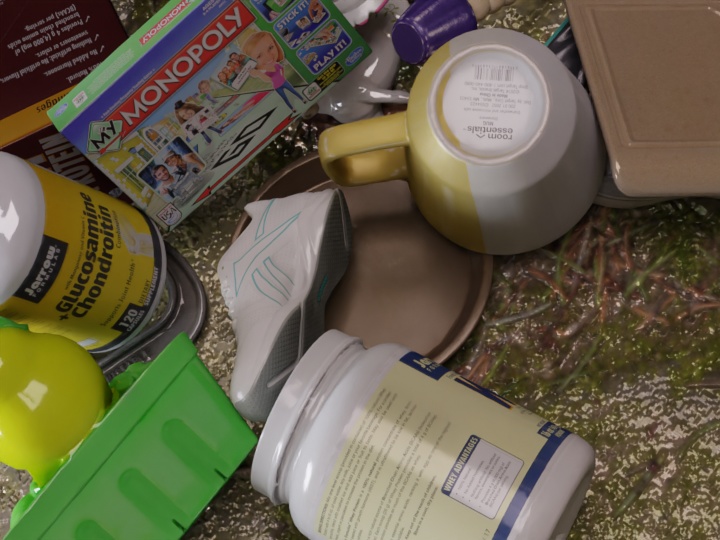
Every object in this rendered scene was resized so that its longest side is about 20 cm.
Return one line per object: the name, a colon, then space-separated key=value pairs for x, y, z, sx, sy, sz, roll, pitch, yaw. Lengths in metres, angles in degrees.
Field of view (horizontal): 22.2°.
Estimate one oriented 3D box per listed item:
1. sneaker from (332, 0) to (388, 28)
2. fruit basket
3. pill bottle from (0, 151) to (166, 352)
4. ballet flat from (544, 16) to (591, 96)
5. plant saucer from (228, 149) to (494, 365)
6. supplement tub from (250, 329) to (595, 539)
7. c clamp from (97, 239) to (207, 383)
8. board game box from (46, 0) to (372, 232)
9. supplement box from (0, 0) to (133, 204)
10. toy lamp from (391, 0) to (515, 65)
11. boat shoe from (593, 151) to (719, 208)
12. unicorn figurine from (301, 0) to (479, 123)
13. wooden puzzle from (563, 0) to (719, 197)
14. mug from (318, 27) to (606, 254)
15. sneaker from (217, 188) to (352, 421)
sneaker: x=-0.068 y=-0.220 z=1.390 sx=0.199 sy=0.089 sz=0.081 roll=-12 pitch=27 yaw=33
fruit basket: x=-0.195 y=0.117 z=1.253 sx=0.213 sy=0.156 sz=0.218 roll=2 pitch=78 yaw=-8
pill bottle: x=-0.233 y=-0.017 z=1.258 sx=0.111 sy=0.199 sz=0.113 roll=-11 pitch=71 yaw=32
ballet flat: x=0.194 y=-0.195 z=1.396 sx=0.073 sy=0.073 sz=0.201 roll=29 pitch=79 yaw=17
plant saucer: x=0.000 y=0.000 z=1.356 sx=0.198 sy=0.030 sz=0.202 roll=-2 pitch=67 yaw=6
supplement tub: x=0.041 y=0.138 z=1.227 sx=0.199 sy=0.145 sz=0.146 roll=27 pitch=72 yaw=14
c clamp: x=-0.221 y=0.027 z=1.369 sx=0.199 sy=0.027 sz=0.172 roll=-28 pitch=67 yaw=-5
board game box: x=-0.103 y=-0.133 z=1.285 sx=0.200 sy=0.135 sz=0.029 roll=-41 pitch=47 yaw=4
supplement box: x=-0.264 y=-0.137 z=1.373 sx=0.196 sy=0.133 sz=0.201 roll=-26 pitch=61 yaw=-5
toy lamp: x=0.100 y=-0.206 z=1.371 sx=0.058 sy=0.058 sz=0.200 roll=40 pitch=49 yaw=19
boat shoe: x=0.238 y=-0.084 z=1.343 sx=0.198 sy=0.069 sz=0.073 roll=9 pitch=68 yaw=9
unicorn figurine: x=0.010 y=-0.151 z=1.403 sx=0.136 sy=0.074 sz=0.201 roll=20 pitch=55 yaw=14
wooden puzzle: x=0.250 y=-0.135 z=1.317 sx=0.183 sy=0.037 sz=0.201 roll=-2 pitch=55 yaw=-9
mug: x=0.081 y=-0.085 z=1.273 sx=0.186 sy=0.153 sz=0.150 roll=-40 pitch=78 yaw=1
sneaker: x=-0.064 y=0.025 z=1.294 sx=0.079 sy=0.071 sz=0.201 roll=1 pitch=47 yaw=18
